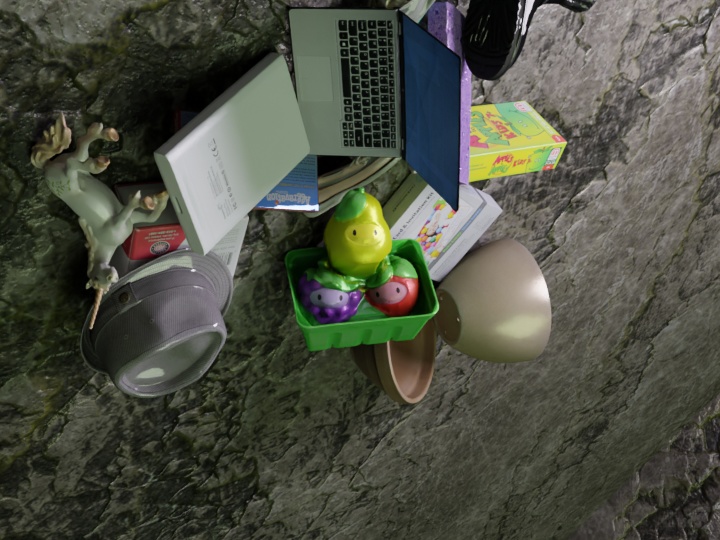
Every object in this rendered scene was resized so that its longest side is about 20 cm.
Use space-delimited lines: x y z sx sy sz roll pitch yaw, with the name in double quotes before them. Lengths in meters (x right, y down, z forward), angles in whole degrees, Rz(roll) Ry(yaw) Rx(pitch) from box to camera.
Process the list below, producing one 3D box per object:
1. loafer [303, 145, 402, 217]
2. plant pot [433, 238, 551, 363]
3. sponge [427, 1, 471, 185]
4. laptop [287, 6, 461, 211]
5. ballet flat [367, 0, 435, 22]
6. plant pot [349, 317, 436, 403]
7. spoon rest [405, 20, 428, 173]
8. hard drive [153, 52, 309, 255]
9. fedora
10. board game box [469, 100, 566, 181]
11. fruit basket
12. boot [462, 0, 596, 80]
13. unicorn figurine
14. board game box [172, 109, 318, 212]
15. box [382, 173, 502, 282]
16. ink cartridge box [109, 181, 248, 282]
"loafer" -0.014 -0.140 1.216 0.199 0.073 0.063 -34 123 25
"plant pot" 0.193 0.060 1.566 0.132 0.202 0.202 -12 139 -23
"sponge" 0.108 -0.208 1.174 0.111 0.029 0.204 -3 94 -70
"laptop" 0.014 -0.177 1.075 0.196 0.117 0.190 3 129 7
"ballet flat" 0.084 -0.349 1.093 0.200 0.068 0.063 -48 138 14
"plant pot" 0.042 0.105 1.525 0.091 0.204 0.201 -4 156 25
"spoon rest" 0.057 -0.223 1.237 0.098 0.061 0.202 -24 131 -15
"hard drive" -0.136 -0.131 1.080 0.200 0.026 0.133 -49 140 -34
"fedora" -0.224 0.076 1.133 0.198 0.091 0.178 -28 144 -8
"board game box" 0.177 -0.178 1.346 0.197 0.102 0.048 -12 140 -34
"fruit basket" 0.000 0.000 1.336 0.212 0.157 0.217 -9 142 -7
"boot" 0.213 -0.324 1.179 0.156 0.079 0.215 4 104 -45
"unicorn figurine" -0.274 -0.063 1.033 0.136 0.202 0.074 -26 -172 31
"board game box" -0.130 -0.124 1.143 0.198 0.105 0.019 1 176 -43
"box" 0.106 -0.068 1.467 0.156 0.041 0.199 -49 143 18
"ink cartridge box" -0.232 -0.007 1.184 0.146 0.086 0.202 -9 138 -33
